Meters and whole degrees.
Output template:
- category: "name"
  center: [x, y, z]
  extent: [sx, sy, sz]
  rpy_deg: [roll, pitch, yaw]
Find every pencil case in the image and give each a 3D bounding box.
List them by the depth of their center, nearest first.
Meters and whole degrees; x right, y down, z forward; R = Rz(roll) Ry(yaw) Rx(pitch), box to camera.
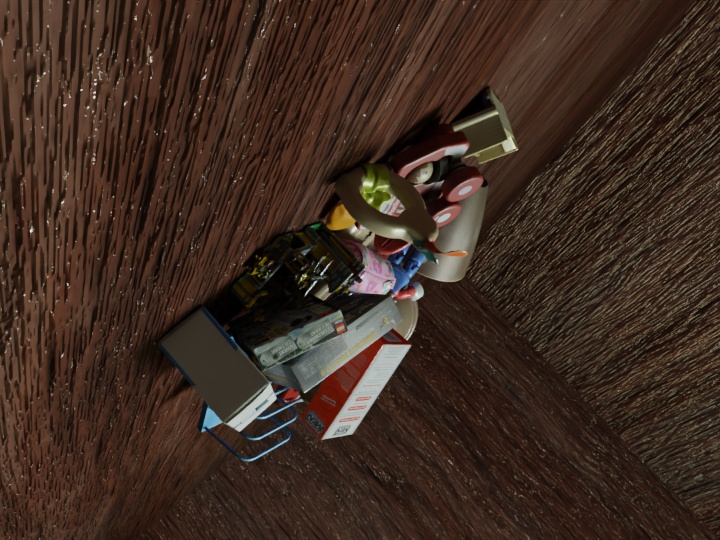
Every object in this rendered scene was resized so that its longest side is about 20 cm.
- category: "pencil case"
  center: [0.000, 0.000, 1.286]
  extent: [0.087, 0.087, 0.200]
  rpy_deg: [-44, 161, 8]

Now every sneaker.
- category: "sneaker"
  center: [0.088, -0.093, 1.419]
  extent: [0.200, 0.078, 0.116]
  rpy_deg: [-48, 175, -21]

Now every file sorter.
- category: "file sorter"
  center: [-0.176, 0.208, 1.306]
  extent: [0.139, 0.123, 0.200]
  rpy_deg: [-19, 134, -52]

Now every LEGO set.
- category: "LEGO set"
  center: [-0.081, 0.019, 1.094]
  extent: [0.154, 0.116, 0.200]
  rpy_deg: [-45, 171, 14]

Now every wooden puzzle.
- category: "wooden puzzle"
  center: [-0.048, -0.020, 1.356]
  extent: [0.185, 0.037, 0.200]
  rpy_deg: [-45, 166, 5]

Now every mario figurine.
- category: "mario figurine"
  center: [0.046, 0.029, 1.438]
  extent: [0.200, 0.123, 0.106]
  rpy_deg: [-56, 150, -21]

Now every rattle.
- category: "rattle"
  center: [0.038, -0.044, 1.043]
  extent: [0.143, 0.200, 0.130]
  rpy_deg: [-52, 167, 25]

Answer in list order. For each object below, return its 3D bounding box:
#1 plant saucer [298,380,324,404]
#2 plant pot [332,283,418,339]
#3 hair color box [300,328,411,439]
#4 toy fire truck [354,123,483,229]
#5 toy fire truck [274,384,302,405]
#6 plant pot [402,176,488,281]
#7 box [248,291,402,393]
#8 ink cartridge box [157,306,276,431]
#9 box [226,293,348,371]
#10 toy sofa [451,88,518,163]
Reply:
- category: "plant saucer"
  center: [-0.025, 0.163, 1.325]
  extent: [0.200, 0.035, 0.200]
  rpy_deg: [-35, 143, -32]
- category: "plant pot"
  center: [0.024, 0.097, 1.618]
  extent: [0.200, 0.200, 0.175]
  rpy_deg: [-44, 180, 8]
- category: "hair color box"
  center: [-0.008, 0.188, 1.267]
  extent: [0.101, 0.061, 0.200]
  rpy_deg: [10, 115, -58]
- category: "toy fire truck"
  center: [0.084, -0.139, 1.183]
  extent: [0.168, 0.112, 0.200]
  rpy_deg: [-17, 159, -27]
- category: "toy fire truck"
  center: [-0.092, 0.206, 1.483]
  extent: [0.168, 0.112, 0.200]
  rpy_deg: [-48, 162, 14]
- category: "plant pot"
  center: [0.175, -0.112, 1.533]
  extent: [0.187, 0.187, 0.200]
  rpy_deg: [-30, 151, -56]
- category: "box"
  center: [-0.056, 0.104, 1.159]
  extent: [0.200, 0.048, 0.158]
  rpy_deg: [-34, -162, -27]
- category: "ink cartridge box"
  center: [-0.201, 0.150, 1.083]
  extent: [0.086, 0.146, 0.200]
  rpy_deg: [-41, 171, -11]
- category: "box"
  center: [-0.116, 0.085, 1.130]
  extent: [0.137, 0.040, 0.200]
  rpy_deg: [-25, -165, -16]
- category: "toy sofa"
  center: [0.222, -0.255, 1.345]
  extent: [0.083, 0.098, 0.200]
  rpy_deg: [-20, 179, 18]
